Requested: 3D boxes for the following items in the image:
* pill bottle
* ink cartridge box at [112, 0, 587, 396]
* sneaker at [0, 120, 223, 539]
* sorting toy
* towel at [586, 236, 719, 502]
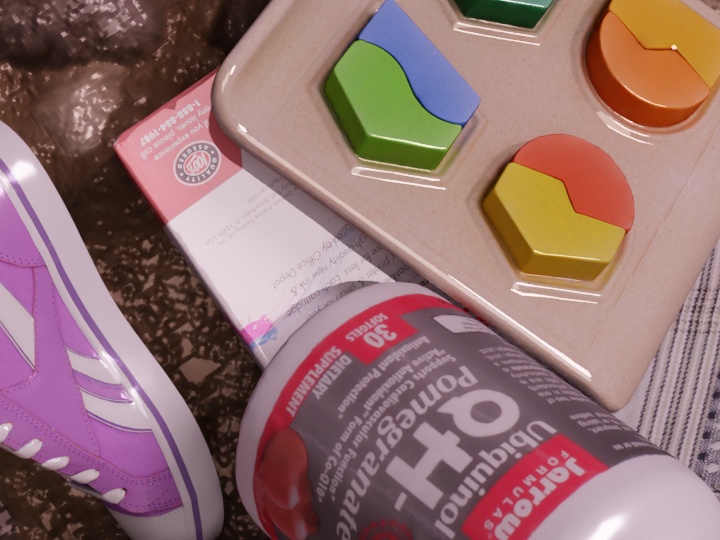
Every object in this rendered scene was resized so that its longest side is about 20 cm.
[{"bbox_3d":[0.055,0.095,0.630,0.110,0.199,0.112,-24,130,-31],"label":"pill bottle"},{"bbox_3d":[0.000,0.000,0.765,0.116,0.067,0.201,-34,93,-6],"label":"ink cartridge box"},{"bbox_3d":[-0.138,0.055,0.714,0.114,0.072,0.202,-43,115,-29],"label":"sneaker"},{"bbox_3d":[0.065,-0.072,0.724,0.199,0.036,0.186,37,60,-4],"label":"sorting toy"},{"bbox_3d":[0.179,0.022,0.704,0.035,0.191,0.201,58,40,-34],"label":"towel"}]
